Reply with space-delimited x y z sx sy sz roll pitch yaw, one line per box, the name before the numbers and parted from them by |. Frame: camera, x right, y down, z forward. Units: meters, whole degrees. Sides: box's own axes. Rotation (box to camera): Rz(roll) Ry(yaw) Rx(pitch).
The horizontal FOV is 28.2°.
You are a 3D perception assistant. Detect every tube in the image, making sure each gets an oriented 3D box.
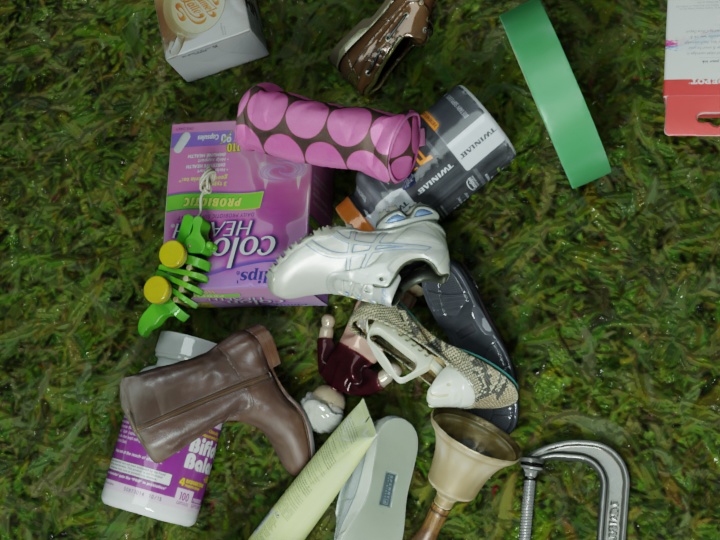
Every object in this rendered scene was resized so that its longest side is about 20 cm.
tube | -0.046 0.234 1.546 0.058 0.052 0.201 41 103 25

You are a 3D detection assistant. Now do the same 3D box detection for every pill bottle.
pill bottle | 0.067 -0.104 1.594 0.200 0.106 0.106 -40 70 3
pill bottle | -0.210 0.175 1.598 0.111 0.112 0.202 12 80 18

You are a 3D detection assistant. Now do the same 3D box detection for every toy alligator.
toy alligator | -0.183 -0.014 1.563 0.054 0.059 0.202 21 83 19

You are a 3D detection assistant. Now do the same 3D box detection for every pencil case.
pencil case | -0.032 -0.149 1.539 0.198 0.094 0.092 16 123 22

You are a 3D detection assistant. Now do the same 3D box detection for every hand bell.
hand bell | 0.081 0.256 1.507 0.104 0.104 0.201 31 106 20

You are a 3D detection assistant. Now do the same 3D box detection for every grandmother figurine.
grandmother figurine | -0.002 0.093 1.593 0.121 0.060 0.201 32 89 44

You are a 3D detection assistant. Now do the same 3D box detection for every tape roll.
tape roll | 0.208 -0.188 1.526 0.048 0.200 0.202 -22 71 9

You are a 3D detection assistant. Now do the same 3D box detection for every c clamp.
c clamp | 0.197 0.272 1.505 0.169 0.027 0.202 9 79 18

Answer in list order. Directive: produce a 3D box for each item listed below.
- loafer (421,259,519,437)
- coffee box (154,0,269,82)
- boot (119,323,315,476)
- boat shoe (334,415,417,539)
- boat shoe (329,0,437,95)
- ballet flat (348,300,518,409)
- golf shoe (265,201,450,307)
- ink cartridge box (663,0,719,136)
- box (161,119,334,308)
loafer | 0.130 0.080 1.553 0.071 0.063 0.202 -23 88 29
coffee box | -0.191 -0.348 1.742 0.113 0.080 0.202 -16 73 11
boot | -0.154 0.171 1.529 0.064 0.199 0.188 -21 93 48
boat shoe | 0.009 0.256 1.544 0.070 0.071 0.203 22 75 -20
boat shoe | 0.057 -0.289 1.669 0.200 0.072 0.068 -46 73 11
ballet flat | 0.069 0.099 1.508 0.199 0.068 0.075 35 50 17
golf shoe | 0.000 0.000 1.507 0.198 0.079 0.098 -20 57 -1
ink cartridge box | 0.391 -0.232 1.556 0.115 0.067 0.202 2 77 17
box | -0.127 -0.065 1.644 0.174 0.097 0.202 -1 77 15
